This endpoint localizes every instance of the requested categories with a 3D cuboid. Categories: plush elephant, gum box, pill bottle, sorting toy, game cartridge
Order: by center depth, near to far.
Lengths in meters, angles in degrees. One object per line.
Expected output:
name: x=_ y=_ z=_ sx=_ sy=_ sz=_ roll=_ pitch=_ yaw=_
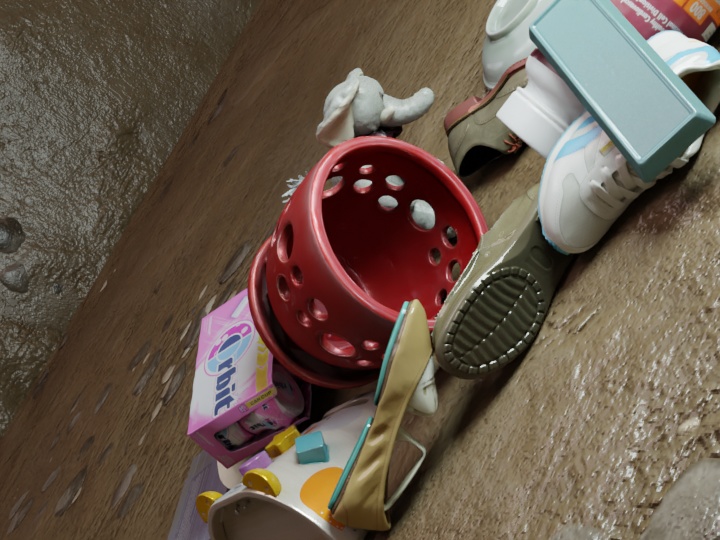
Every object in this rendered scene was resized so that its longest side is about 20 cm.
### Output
pill bottle: x=0.215 y=-0.183 z=1.014 sx=0.201 sy=0.114 sz=0.114 roll=-52 pitch=19 yaw=11
sorting toy: x=-0.049 y=0.188 z=1.120 sx=0.199 sy=0.107 sz=0.180 roll=-33 pitch=10 yaw=49
plush elephant: x=0.018 y=-0.139 z=1.251 sx=0.165 sy=0.197 sz=0.157 roll=-87 pitch=1 yaw=-66
gum box: x=-0.115 y=0.105 z=1.252 sx=0.113 sy=0.066 sz=0.201 roll=-33 pitch=32 yaw=21
game cartridge: x=-0.173 y=0.273 z=1.343 sx=0.130 sy=0.038 sz=0.201 roll=-46 pitch=21 yaw=38

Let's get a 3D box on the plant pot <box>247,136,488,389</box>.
plant pot: x=0.000 y=0.000 z=1.118 sx=0.182 sy=0.199 sz=0.202 roll=-40 pitch=24 yaw=51

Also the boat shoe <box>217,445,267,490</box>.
boat shoe: x=-0.108 y=0.170 z=1.311 sx=0.063 sy=0.070 sz=0.201 roll=82 pitch=-165 yaw=-47

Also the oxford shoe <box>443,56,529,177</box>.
oxford shoe: x=0.165 y=-0.158 z=1.201 sx=0.200 sy=0.070 sz=0.076 roll=-34 pitch=53 yaw=49

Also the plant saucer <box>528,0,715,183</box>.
plant saucer: x=0.198 y=-0.157 z=0.925 sx=0.070 sy=0.019 sz=0.201 roll=-44 pitch=48 yaw=19

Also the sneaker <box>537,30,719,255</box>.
sneaker: x=0.215 y=-0.098 z=0.938 sx=0.201 sy=0.076 sz=0.081 roll=-57 pitch=26 yaw=9

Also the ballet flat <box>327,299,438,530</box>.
ballet flat: x=0.032 y=0.125 z=0.985 sx=0.069 sy=0.062 sz=0.202 roll=-46 pitch=-24 yaw=-78

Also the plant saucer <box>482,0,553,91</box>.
plant saucer: x=0.196 y=-0.300 z=1.352 sx=0.200 sy=0.050 sz=0.201 roll=-48 pitch=20 yaw=23

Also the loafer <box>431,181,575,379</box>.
loafer: x=0.126 y=0.007 z=0.995 sx=0.201 sy=0.076 sz=0.067 roll=-51 pitch=16 yaw=-15
